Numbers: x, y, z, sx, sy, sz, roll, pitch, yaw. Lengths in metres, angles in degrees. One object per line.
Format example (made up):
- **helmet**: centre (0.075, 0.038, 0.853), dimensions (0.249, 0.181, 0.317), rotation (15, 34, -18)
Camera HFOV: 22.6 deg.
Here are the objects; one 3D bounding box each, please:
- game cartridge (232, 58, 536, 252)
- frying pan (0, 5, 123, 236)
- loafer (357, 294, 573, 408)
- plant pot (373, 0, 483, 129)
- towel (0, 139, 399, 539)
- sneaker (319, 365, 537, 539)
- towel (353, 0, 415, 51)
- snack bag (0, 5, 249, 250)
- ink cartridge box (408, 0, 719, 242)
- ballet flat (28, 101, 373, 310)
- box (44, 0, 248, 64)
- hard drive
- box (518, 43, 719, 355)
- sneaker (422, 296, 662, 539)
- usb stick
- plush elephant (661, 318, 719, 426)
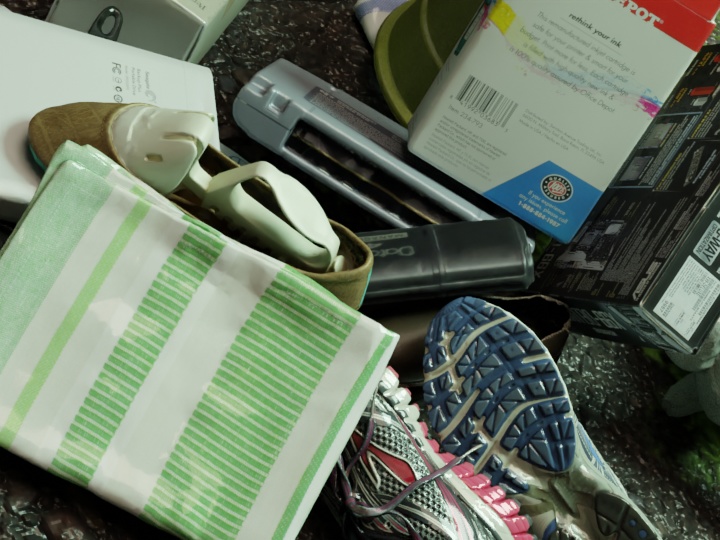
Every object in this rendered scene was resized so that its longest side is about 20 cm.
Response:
- **game cartridge**: centre (0.019, -0.063, 1.123), dimensions (0.200, 0.041, 0.133), rotation (32, 18, 0)
- **frying pan**: centre (-0.184, -0.086, 1.012), dimensions (0.115, 0.031, 0.190), rotation (12, 47, -28)
- **loafer**: centre (0.043, 0.036, 1.054), dimensions (0.200, 0.071, 0.073), rotation (-5, 54, -38)
- **plant pot**: centre (0.137, -0.175, 1.201), dimensions (0.200, 0.190, 0.200), rotation (16, 47, -18)
- **towel**: centre (-0.096, 0.045, 0.902), dimensions (0.200, 0.023, 0.153), rotation (30, 76, -9)
- **sneaker**: centre (0.004, 0.107, 0.953), dimensions (0.200, 0.081, 0.075), rotation (41, 42, 6)
- **towel**: centre (0.090, -0.121, 1.278), dimensions (0.147, 0.024, 0.200), rotation (-3, 53, -35)
- **snack bag**: centre (-0.179, -0.068, 1.042), dimensions (0.200, 0.021, 0.189), rotation (36, 40, 1)
- **ink cartridge box**: centre (0.127, -0.134, 1.074), dimensions (0.116, 0.200, 0.067), rotation (31, 17, -7)
- **ballet flat**: centre (-0.076, -0.041, 0.945), dimensions (0.200, 0.072, 0.068), rotation (34, 48, -10)
- **box**: centre (-0.114, -0.202, 1.172), dimensions (0.095, 0.078, 0.200), rotation (32, 40, -5)
- **hard drive**: centre (-0.170, -0.080, 0.978), dimensions (0.200, 0.027, 0.132), rotation (13, 50, -29)
- **box**: centre (0.197, -0.049, 1.095), dimensions (0.050, 0.158, 0.200), rotation (38, 79, -18)
- **sneaker**: centre (0.098, 0.106, 1.013), dimensions (0.200, 0.077, 0.085), rotation (59, 3, 2)
- **usb stick**: centre (0.000, 0.000, 1.027), dimensions (0.200, 0.033, 0.055), rotation (-6, 37, -5)
- **plush elephant**: centre (0.259, 0.055, 1.130), dimensions (0.155, 0.200, 0.165), rotation (-29, 92, -19)
